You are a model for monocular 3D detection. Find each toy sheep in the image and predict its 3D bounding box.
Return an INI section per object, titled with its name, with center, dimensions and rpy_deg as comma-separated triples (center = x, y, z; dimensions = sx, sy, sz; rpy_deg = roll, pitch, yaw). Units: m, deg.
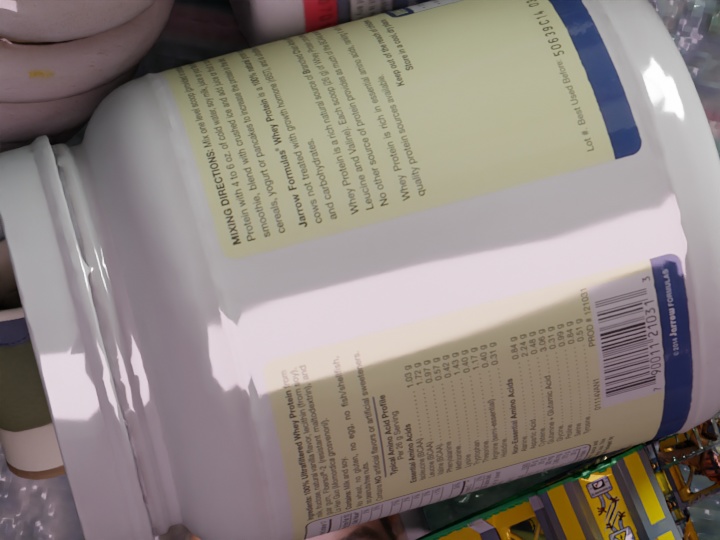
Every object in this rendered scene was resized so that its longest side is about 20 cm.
[toy sheep]
center = -0.120, -0.098, 0.805
dimensions = 0.137, 0.139, 0.200
rpy_deg = 13, 141, -16

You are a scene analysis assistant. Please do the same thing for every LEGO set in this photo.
[LEGO set]
center = 0.105, 0.115, 0.880
dimensions = 0.153, 0.200, 0.117
rpy_deg = -27, 84, 34

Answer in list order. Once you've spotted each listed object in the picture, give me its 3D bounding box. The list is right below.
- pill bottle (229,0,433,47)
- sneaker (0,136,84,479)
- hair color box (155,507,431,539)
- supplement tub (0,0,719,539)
[pill bottle]
center = 0.048, -0.147, 0.828
dimensions = 0.199, 0.120, 0.120
rpy_deg = -15, 111, -6
[sneaker]
center = -0.056, -0.016, 0.877
dimensions = 0.199, 0.067, 0.090
rpy_deg = -32, 117, 3
[hair color box]
center = -0.016, 0.130, 0.939
dimensions = 0.098, 0.061, 0.201
rpy_deg = -20, 110, -4
[supplement tub]
center = 0.000, 0.000, 0.786
dimensions = 0.199, 0.145, 0.146
rpy_deg = -15, 111, -7
